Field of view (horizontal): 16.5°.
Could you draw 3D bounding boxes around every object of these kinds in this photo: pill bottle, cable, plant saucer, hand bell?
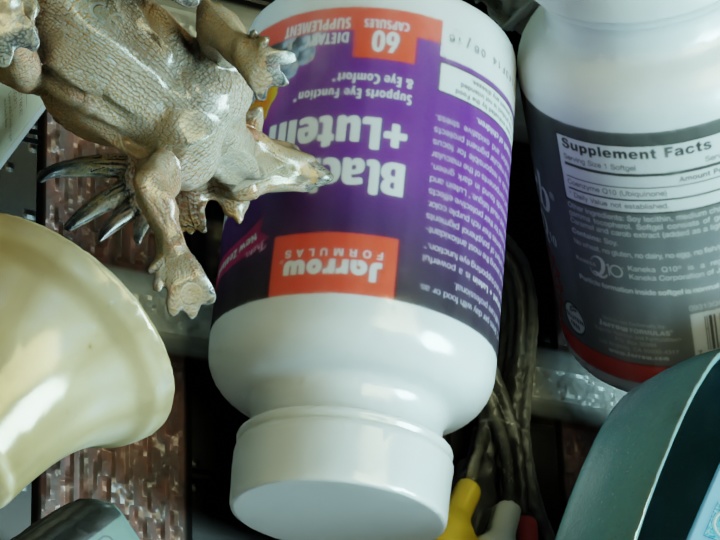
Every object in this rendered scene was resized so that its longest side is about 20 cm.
[{"bbox_3d":[0.126,-0.057,1.010,0.116,0.115,0.201,-43,134,-38],"label":"pill bottle"},{"bbox_3d":[0.064,0.079,1.009,0.097,0.050,0.201,28,61,-27],"label":"cable"},{"bbox_3d":[0.102,0.122,0.967,0.036,0.201,0.201,16,54,18],"label":"plant saucer"},{"bbox_3d":[-0.155,0.083,0.811,0.104,0.104,0.200,47,51,-12],"label":"hand bell"},{"bbox_3d":[0.000,0.000,0.954,0.111,0.111,0.201,19,63,-29],"label":"pill bottle"}]

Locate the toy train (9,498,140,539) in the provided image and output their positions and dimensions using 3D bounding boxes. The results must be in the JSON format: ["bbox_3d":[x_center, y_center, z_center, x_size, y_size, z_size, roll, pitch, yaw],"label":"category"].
[{"bbox_3d":[-0.124,0.163,0.823,0.200,0.085,0.114,-35,91,-41],"label":"toy train"}]

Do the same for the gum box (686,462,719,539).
[{"bbox_3d":[0.149,0.139,0.980,0.044,0.170,0.201,18,54,15],"label":"gum box"}]

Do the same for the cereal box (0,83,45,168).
[{"bbox_3d":[-0.130,-0.113,0.889,0.039,0.144,0.200,20,53,14],"label":"cereal box"}]

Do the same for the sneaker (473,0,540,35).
[{"bbox_3d":[0.035,-0.136,1.061,0.200,0.074,0.115,50,53,2],"label":"sneaker"}]

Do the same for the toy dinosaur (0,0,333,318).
[{"bbox_3d":[-0.087,-0.069,0.825,0.086,0.135,0.200,-43,115,-8],"label":"toy dinosaur"}]
